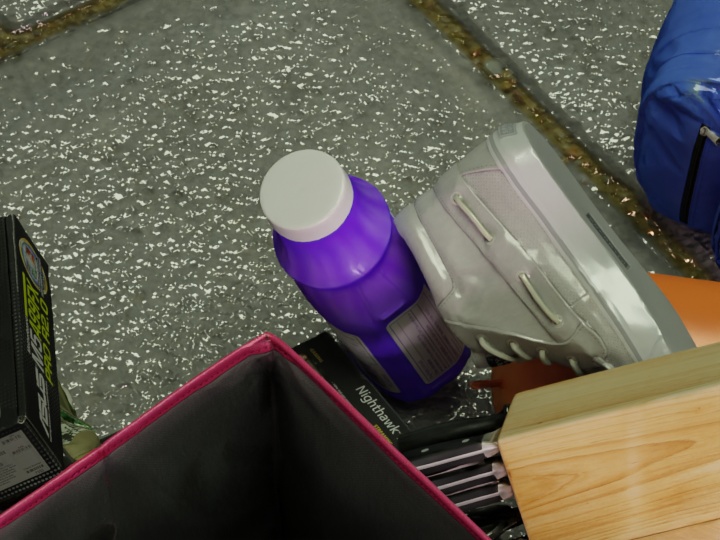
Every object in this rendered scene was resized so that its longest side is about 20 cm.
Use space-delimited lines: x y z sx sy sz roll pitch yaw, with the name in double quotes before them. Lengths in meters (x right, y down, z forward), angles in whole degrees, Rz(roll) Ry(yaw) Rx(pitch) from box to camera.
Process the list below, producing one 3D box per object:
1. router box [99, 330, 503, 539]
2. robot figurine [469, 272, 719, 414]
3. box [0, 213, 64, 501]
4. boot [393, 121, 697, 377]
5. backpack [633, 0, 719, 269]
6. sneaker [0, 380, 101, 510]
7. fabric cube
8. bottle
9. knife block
"router box" -0.029 0.142 1.531 0.157 0.052 0.200 -25 56 -24
"robot figurine" 0.158 0.059 1.581 0.200 0.117 0.144 7 66 -1
"box" -0.249 0.072 1.447 0.200 0.044 0.160 -23 40 10
"boot" 0.103 0.027 1.500 0.096 0.074 0.200 -37 83 15
"backpack" 0.257 -0.079 1.675 0.200 0.163 0.168 18 54 8
"sneaker" -0.185 0.066 1.500 0.077 0.089 0.200 -23 15 -12
"fabric cube" -0.050 0.192 1.277 0.200 0.199 0.196 -35 61 -23
"bottle" 0.000 0.000 1.558 0.065 0.200 0.084 -37 58 -1
"knife block" 0.107 0.084 1.438 0.175 0.200 0.064 27 23 0
